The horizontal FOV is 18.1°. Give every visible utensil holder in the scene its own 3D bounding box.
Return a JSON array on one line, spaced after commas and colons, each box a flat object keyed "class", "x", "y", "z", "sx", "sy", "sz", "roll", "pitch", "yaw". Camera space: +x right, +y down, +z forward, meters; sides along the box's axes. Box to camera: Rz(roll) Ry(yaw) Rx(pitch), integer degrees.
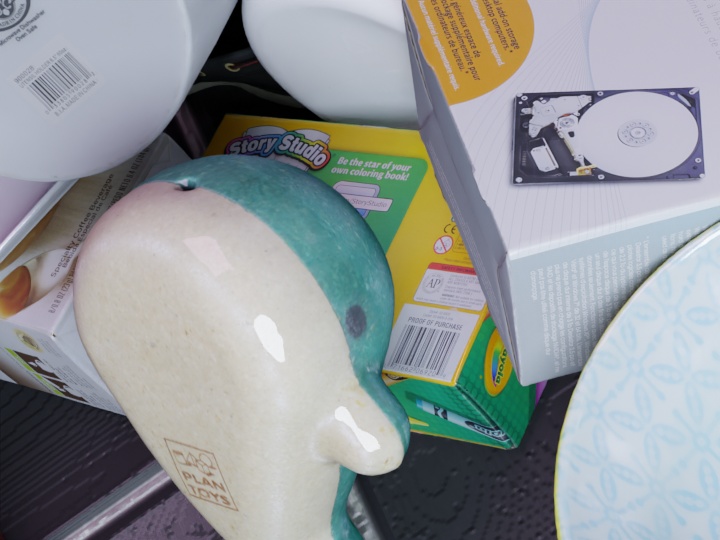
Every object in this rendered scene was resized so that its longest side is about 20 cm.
[{"class": "utensil holder", "x": -0.126, "y": -0.159, "z": 1.002, "sx": 0.170, "sy": 0.170, "sz": 0.200, "roll": -18, "pitch": 28, "yaw": 24}]

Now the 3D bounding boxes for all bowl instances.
[{"class": "bowl", "x": 0.176, "y": 0.077, "z": 0.768, "sx": 0.200, "sy": 0.108, "sz": 0.201, "roll": -19, "pitch": 49, "yaw": 23}]

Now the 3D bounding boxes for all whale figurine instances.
[{"class": "whale figurine", "x": -0.033, "y": 0.045, "z": 0.902, "sx": 0.159, "sy": 0.200, "sz": 0.104, "roll": 10, "pitch": 39, "yaw": 41}]

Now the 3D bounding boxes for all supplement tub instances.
[{"class": "supplement tub", "x": 0.047, "y": -0.165, "z": 1.021, "sx": 0.145, "sy": 0.145, "sz": 0.200, "roll": 7, "pitch": 62, "yaw": 39}]

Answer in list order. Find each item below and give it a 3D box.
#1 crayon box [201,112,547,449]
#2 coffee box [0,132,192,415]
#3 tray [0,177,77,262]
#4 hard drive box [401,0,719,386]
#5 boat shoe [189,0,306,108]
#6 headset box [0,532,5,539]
[{"class": "crayon box", "x": 0.000, "y": 0.000, "z": 0.991, "sx": 0.200, "sy": 0.058, "sz": 0.119, "roll": 8, "pitch": 63, "yaw": 39}, {"class": "coffee box", "x": -0.168, "y": -0.011, "z": 1.106, "sx": 0.200, "sy": 0.080, "sz": 0.115, "roll": 11, "pitch": 64, "yaw": 40}, {"class": "tray", "x": -0.196, "y": -0.016, "z": 1.055, "sx": 0.200, "sy": 0.022, "sz": 0.107, "roll": -48, "pitch": 43, "yaw": -5}, {"class": "hard drive box", "x": 0.132, "y": -0.058, "z": 0.876, "sx": 0.199, "sy": 0.077, "sz": 0.156, "roll": -15, "pitch": 46, "yaw": -5}, {"class": "boat shoe", "x": -0.084, "y": -0.124, "z": 1.148, "sx": 0.201, "sy": 0.063, "sz": 0.074, "roll": 6, "pitch": 63, "yaw": 40}, {"class": "headset box", "x": -0.212, "y": 0.178, "z": 0.994, "sx": 0.149, "sy": 0.075, "sz": 0.200, "roll": -45, "pitch": 43, "yaw": -2}]
